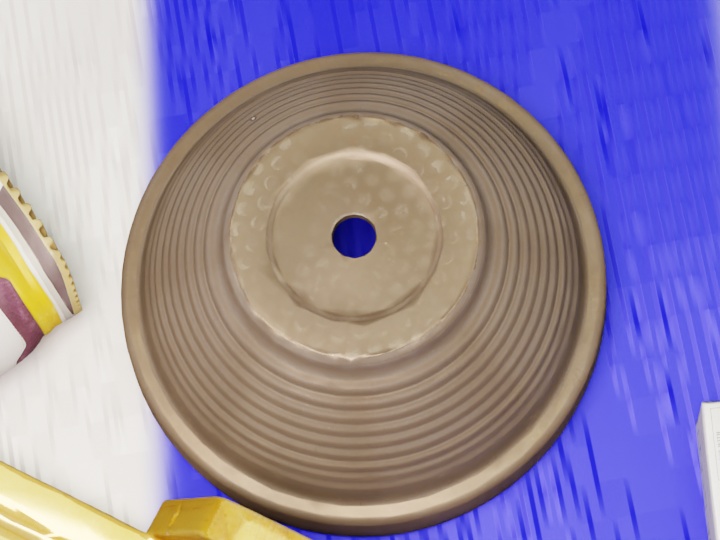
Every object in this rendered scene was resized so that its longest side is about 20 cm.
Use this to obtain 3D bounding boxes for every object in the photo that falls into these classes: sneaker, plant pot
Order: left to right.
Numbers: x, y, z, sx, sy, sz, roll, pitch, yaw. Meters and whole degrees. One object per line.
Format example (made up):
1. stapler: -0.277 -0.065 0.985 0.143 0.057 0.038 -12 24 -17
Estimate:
1. sneaker: -0.204 -0.038 1.066 0.090 0.075 0.200 -37 75 -13
2. plant pot: 0.000 0.000 1.037 0.200 0.093 0.202 -1 75 2

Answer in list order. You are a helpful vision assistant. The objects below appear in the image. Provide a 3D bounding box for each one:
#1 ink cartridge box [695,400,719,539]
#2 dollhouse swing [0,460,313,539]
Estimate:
1. ink cartridge box: 0.188 0.148 1.010 0.094 0.044 0.201 -5 75 3
2. dollhouse swing: -0.124 0.163 0.965 0.176 0.182 0.200 30 77 -10
